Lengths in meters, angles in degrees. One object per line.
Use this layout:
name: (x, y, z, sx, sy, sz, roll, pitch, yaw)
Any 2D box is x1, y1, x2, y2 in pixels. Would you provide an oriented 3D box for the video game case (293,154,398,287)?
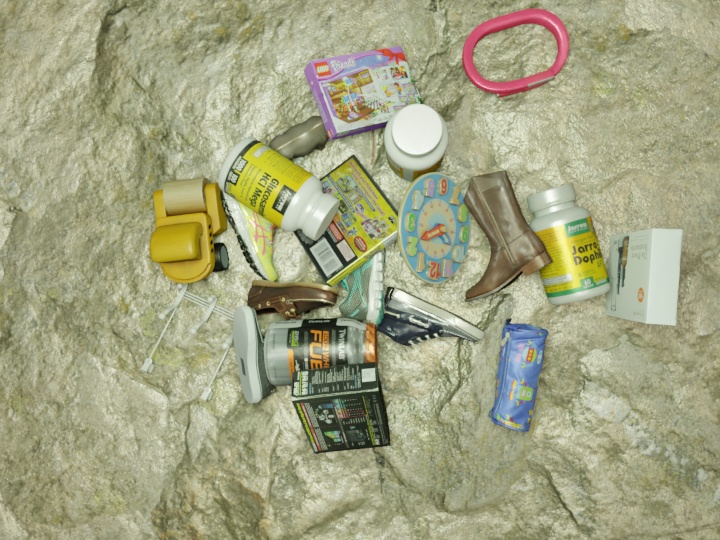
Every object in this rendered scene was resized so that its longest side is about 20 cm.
video game case: (-0.033, -0.095, 1.090, 0.181, 0.026, 0.200, -36, 60, 4)

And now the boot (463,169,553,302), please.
boot: (0.225, -0.062, 1.065, 0.186, 0.064, 0.200, -33, 81, 29)

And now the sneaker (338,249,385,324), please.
sneaker: (0.000, 0.000, 1.085, 0.091, 0.078, 0.201, 1, 67, 6)

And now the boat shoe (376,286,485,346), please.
boat shoe: (0.126, 0.110, 1.099, 0.200, 0.075, 0.093, 25, 93, 13)

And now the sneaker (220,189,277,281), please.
sneaker: (-0.191, -0.074, 1.121, 0.090, 0.078, 0.201, -24, 100, -19)

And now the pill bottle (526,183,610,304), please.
pill bottle: (0.368, -0.048, 1.057, 0.112, 0.113, 0.201, -15, 88, 4)

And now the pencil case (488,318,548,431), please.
pencil case: (0.287, 0.192, 1.079, 0.087, 0.078, 0.201, 10, 90, -25)

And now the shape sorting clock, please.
shape sorting clock: (0.138, -0.075, 1.052, 0.039, 0.200, 0.201, 9, 91, 46)

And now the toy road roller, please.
toy road roller: (-0.326, -0.076, 1.093, 0.122, 0.146, 0.201, -6, 90, 4)

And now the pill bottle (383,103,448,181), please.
pill bottle: (0.098, -0.226, 1.033, 0.111, 0.200, 0.111, 0, 90, 4)

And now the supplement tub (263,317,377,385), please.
supplement tub: (-0.069, 0.149, 1.086, 0.199, 0.123, 0.123, -3, 90, 4)

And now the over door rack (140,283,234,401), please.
over door rack: (-0.324, 0.139, 1.133, 0.147, 0.067, 0.200, 24, 92, 5)

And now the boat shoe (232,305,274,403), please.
boat shoe: (-0.198, 0.154, 1.105, 0.056, 0.069, 0.201, -16, 116, -34)

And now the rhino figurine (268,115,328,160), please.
rhino figurine: (-0.087, -0.258, 1.104, 0.200, 0.087, 0.060, -30, 88, 4)

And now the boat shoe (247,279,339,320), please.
boat shoe: (-0.128, 0.059, 1.087, 0.200, 0.070, 0.071, -1, 67, 35)

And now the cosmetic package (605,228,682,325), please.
cosmetic package: (0.478, 0.010, 1.004, 0.051, 0.200, 0.151, 2, 90, 5)

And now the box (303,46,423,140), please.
box: (0.011, -0.327, 1.074, 0.200, 0.039, 0.137, -20, 88, -27)

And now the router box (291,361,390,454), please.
router box: (-0.031, 0.251, 1.055, 0.149, 0.200, 0.062, -8, 45, 3)

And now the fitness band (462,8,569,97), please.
fitness band: (0.291, -0.409, 1.103, 0.199, 0.037, 0.144, -15, 86, 3)

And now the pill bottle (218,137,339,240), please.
pill bottle: (-0.142, -0.141, 1.046, 0.200, 0.112, 0.113, 32, 92, 5)
